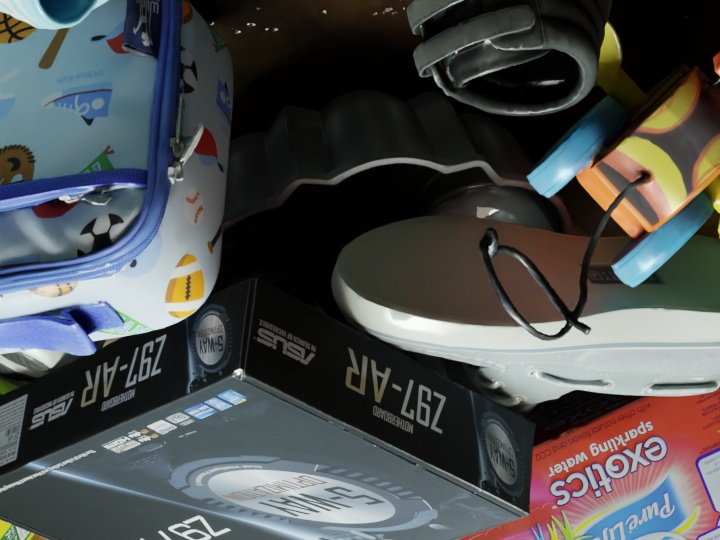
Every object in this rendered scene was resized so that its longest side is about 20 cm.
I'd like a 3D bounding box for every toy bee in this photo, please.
[{"bbox_3d":[0.125,-0.042,0.954,0.131,0.201,0.109,38,116,-21],"label":"toy bee"}]

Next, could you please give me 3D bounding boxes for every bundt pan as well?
[{"bbox_3d":[0.000,0.000,1.075,0.200,0.076,0.203,-9,136,-8],"label":"bundt pan"}]

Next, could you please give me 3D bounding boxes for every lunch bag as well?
[{"bbox_3d":[-0.144,-0.038,0.979,0.198,0.161,0.076,-9,146,20],"label":"lunch bag"}]

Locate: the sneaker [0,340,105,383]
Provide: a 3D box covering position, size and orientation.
[{"bbox_3d":[-0.190,-0.016,1.079,0.199,0.084,0.081,22,161,16],"label":"sneaker"}]

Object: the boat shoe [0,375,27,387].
[{"bbox_3d":[-0.145,0.052,1.218,0.198,0.069,0.057,4,155,10],"label":"boat shoe"}]

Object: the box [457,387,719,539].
[{"bbox_3d":[0.126,0.103,1.141,0.199,0.100,0.095,-24,-174,-6],"label":"box"}]

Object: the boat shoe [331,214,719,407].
[{"bbox_3d":[0.078,0.026,1.017,0.199,0.070,0.072,2,129,-23],"label":"boat shoe"}]

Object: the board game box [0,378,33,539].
[{"bbox_3d":[-0.245,0.060,1.163,0.199,0.048,0.102,25,149,20],"label":"board game box"}]

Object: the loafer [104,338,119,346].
[{"bbox_3d":[-0.124,0.015,1.147,0.198,0.069,0.076,7,148,-6],"label":"loafer"}]

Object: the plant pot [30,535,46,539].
[{"bbox_3d":[-0.048,0.143,1.249,0.182,0.201,0.200,-26,140,15],"label":"plant pot"}]

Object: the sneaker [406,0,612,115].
[{"bbox_3d":[0.027,-0.128,0.881,0.070,0.100,0.199,-23,138,38],"label":"sneaker"}]

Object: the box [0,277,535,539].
[{"bbox_3d":[-0.051,0.080,1.034,0.160,0.044,0.199,29,144,-34],"label":"box"}]

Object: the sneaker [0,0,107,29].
[{"bbox_3d":[-0.133,-0.124,0.916,0.199,0.082,0.074,-22,139,34],"label":"sneaker"}]
